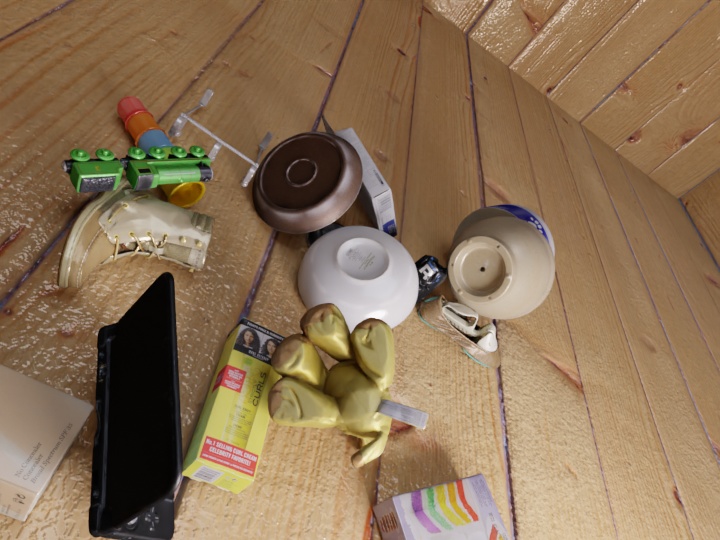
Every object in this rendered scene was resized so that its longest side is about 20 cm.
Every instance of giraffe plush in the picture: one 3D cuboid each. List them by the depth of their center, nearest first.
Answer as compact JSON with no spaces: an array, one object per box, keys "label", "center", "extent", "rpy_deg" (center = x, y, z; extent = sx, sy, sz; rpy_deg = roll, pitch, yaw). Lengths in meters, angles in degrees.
[{"label":"giraffe plush","center":[-0.011,0.158,0.679],"extent":[0.200,0.162,0.173],"rpy_deg":[34,73,13]}]

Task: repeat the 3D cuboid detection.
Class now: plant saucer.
[{"label":"plant saucer","center":[-0.096,-0.158,0.877],"extent":[0.032,0.200,0.201],"rpy_deg":[60,7,-61]}]

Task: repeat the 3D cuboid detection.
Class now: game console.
[{"label":"game console","center":[-0.187,0.137,0.503],"extent":[0.176,0.116,0.200],"rpy_deg":[68,6,-56]}]

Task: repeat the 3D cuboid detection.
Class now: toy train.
[{"label":"toy train","center":[-0.287,-0.136,0.700],"extent":[0.200,0.042,0.056],"rpy_deg":[-15,60,-44]}]

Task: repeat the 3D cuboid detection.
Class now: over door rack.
[{"label":"over door rack","center":[-0.238,-0.227,0.906],"extent":[0.148,0.067,0.200],"rpy_deg":[34,25,-19]}]

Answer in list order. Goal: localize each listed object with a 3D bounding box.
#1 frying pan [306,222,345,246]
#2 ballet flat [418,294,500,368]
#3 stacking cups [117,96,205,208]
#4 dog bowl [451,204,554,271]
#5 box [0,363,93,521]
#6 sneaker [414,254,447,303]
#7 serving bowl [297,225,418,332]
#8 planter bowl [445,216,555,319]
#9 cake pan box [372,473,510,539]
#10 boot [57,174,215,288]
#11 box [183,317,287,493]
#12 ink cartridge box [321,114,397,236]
[{"label":"frying pan","center":[-0.047,-0.024,0.916],"extent":[0.115,0.031,0.190],"rpy_deg":[29,37,-16]},{"label":"ballet flat","center":[0.202,0.109,0.972],"extent":[0.200,0.072,0.068],"rpy_deg":[37,38,-8]},{"label":"stacking cups","center":[-0.317,-0.185,0.811],"extent":[0.060,0.061,0.200],"rpy_deg":[-17,62,-48]},{"label":"dog bowl","center":[0.290,-0.035,1.081],"extent":[0.079,0.200,0.200],"rpy_deg":[-12,63,-44]},{"label":"box","center":[-0.358,0.128,0.456],"extent":[0.200,0.078,0.095],"rpy_deg":[31,40,-16]},{"label":"sneaker","center":[0.081,0.025,0.911],"extent":[0.073,0.112,0.200],"rpy_deg":[49,38,10]},{"label":"serving bowl","center":[0.000,0.000,0.836],"extent":[0.199,0.066,0.201],"rpy_deg":[4,53,-5]},{"label":"planter bowl","center":[0.240,-0.004,0.962],"extent":[0.135,0.200,0.201],"rpy_deg":[-2,55,-57]},{"label":"cake pan box","center":[0.126,0.380,0.671],"extent":[0.184,0.052,0.200],"rpy_deg":[5,51,-35]},{"label":"boot","center":[-0.280,-0.032,0.677],"extent":[0.155,0.073,0.200],"rpy_deg":[24,35,-16]},{"label":"box","center":[-0.147,0.157,0.637],"extent":[0.075,0.050,0.200],"rpy_deg":[30,40,-18]},{"label":"ink cartridge box","center":[0.004,-0.176,0.990],"extent":[0.200,0.041,0.200],"rpy_deg":[60,-3,20]}]
